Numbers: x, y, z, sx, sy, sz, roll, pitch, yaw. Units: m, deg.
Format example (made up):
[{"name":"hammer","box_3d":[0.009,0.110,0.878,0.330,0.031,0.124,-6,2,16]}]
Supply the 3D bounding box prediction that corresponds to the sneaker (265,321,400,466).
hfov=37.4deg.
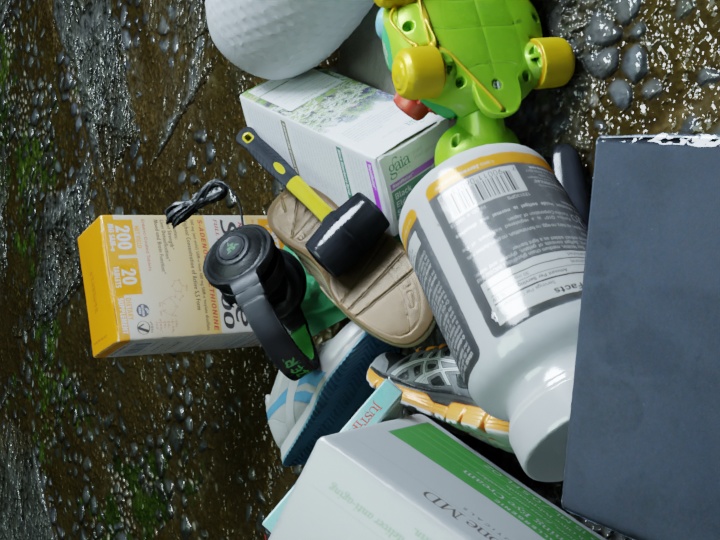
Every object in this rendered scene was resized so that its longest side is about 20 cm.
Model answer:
[{"name":"sneaker","box_3d":[-0.034,0.098,0.992,0.200,0.076,0.081,-54,50,35]}]

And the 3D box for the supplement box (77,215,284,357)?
[{"name":"supplement box","box_3d":[-0.169,0.013,1.064,0.073,0.199,0.127,-29,69,52]}]

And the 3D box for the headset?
[{"name":"headset","box_3d":[-0.103,0.009,0.931,0.094,0.124,0.201,-27,69,6]}]

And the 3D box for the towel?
[{"name":"towel","box_3d":[0.032,-0.230,0.939,0.132,0.034,0.201,23,109,51]}]

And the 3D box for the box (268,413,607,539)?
[{"name":"box","box_3d":[0.041,0.239,0.749,0.199,0.171,0.201,32,104,25]}]

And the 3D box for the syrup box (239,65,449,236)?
[{"name":"syrup box","box_3d":[-0.012,-0.111,0.927,0.200,0.079,0.082,31,145,42]}]

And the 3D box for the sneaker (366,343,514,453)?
[{"name":"sneaker","box_3d":[0.080,0.089,0.858,0.200,0.078,0.078,11,74,54]}]

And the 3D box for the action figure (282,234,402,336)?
[{"name":"action figure","box_3d":[0.006,-0.006,0.956,0.199,0.054,0.119,-17,75,44]}]

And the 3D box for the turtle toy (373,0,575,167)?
[{"name":"turtle toy","box_3d":[0.079,-0.152,0.810,0.101,0.145,0.201,133,127,-66]}]

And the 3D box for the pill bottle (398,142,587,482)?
[{"name":"pill bottle","box_3d":[0.108,0.024,0.682,0.117,0.116,0.201,-54,45,37]}]

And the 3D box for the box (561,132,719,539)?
[{"name":"box","box_3d":[0.223,0.036,0.562,0.124,0.196,0.201,11,98,51]}]

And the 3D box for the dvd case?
[{"name":"dvd case","box_3d":[-0.022,0.177,0.864,0.022,0.146,0.200,37,158,13]}]

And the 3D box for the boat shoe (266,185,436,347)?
[{"name":"boat shoe","box_3d":[0.000,0.000,0.891,0.071,0.065,0.200,-41,53,-4]}]

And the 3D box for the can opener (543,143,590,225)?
[{"name":"can opener","box_3d":[0.150,0.006,0.768,0.063,0.078,0.201,-17,68,59]}]

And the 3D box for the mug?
[{"name":"mug","box_3d":[-0.053,-0.274,0.924,0.176,0.147,0.201,-54,20,40]}]

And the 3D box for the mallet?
[{"name":"mallet","box_3d":[-0.045,-0.076,0.895,0.066,0.041,0.200,-38,49,3]}]
